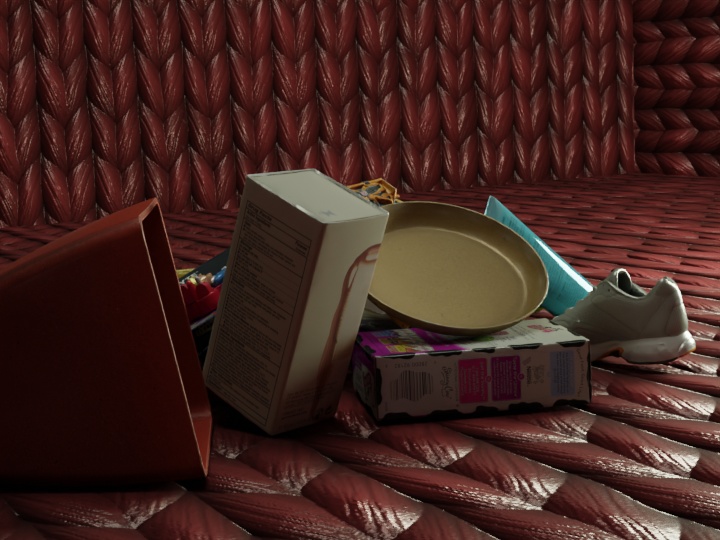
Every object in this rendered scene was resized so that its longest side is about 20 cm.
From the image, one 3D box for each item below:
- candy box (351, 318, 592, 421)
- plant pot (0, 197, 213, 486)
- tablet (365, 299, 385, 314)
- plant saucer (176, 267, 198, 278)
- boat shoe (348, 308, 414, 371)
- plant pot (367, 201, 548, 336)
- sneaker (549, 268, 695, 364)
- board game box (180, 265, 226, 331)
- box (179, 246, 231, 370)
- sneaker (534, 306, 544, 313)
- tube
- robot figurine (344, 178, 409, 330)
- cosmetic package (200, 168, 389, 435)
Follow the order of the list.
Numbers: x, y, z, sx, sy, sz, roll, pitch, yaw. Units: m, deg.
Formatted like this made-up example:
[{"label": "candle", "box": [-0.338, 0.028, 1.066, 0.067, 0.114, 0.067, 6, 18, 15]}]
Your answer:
[{"label": "candy box", "box": [0.098, 0.089, 1.265, 0.197, 0.062, 0.136, -4, 7, -8]}, {"label": "plant pot", "box": [-0.228, 0.066, 1.100, 0.174, 0.203, 0.200, -13, 8, -3]}, {"label": "tablet", "box": [0.000, 0.000, 1.504, 0.128, 0.014, 0.201, -9, 31, 4]}, {"label": "plant saucer", "box": [-0.179, 0.031, 1.635, 0.197, 0.049, 0.199, -5, 11, -24]}, {"label": "boat shoe", "box": [0.029, 0.078, 1.368, 0.197, 0.073, 0.065, 11, 33, 5]}, {"label": "plant pot", "box": [0.079, 0.001, 1.303, 0.197, 0.028, 0.201, 8, 35, -6]}, {"label": "sneaker", "box": [0.246, 0.045, 1.405, 0.198, 0.093, 0.075, -4, 6, 37]}, {"label": "board game box", "box": [-0.132, 0.010, 1.317, 0.157, 0.039, 0.200, -32, 6, 19]}, {"label": "box", "box": [-0.119, 0.029, 1.456, 0.199, 0.046, 0.158, -32, 32, -21]}, {"label": "sneaker", "box": [0.133, 0.040, 1.476, 0.199, 0.075, 0.083, -12, -12, -46]}, {"label": "tube", "box": [0.196, 0.007, 1.459, 0.199, 0.078, 0.050, 38, -41, -26]}, {"label": "robot figurine", "box": [0.031, -0.025, 1.397, 0.144, 0.059, 0.200, -16, 46, -32]}, {"label": "cosmetic package", "box": [-0.058, 0.025, 1.186, 0.103, 0.202, 0.087, 33, 29, 34]}]
